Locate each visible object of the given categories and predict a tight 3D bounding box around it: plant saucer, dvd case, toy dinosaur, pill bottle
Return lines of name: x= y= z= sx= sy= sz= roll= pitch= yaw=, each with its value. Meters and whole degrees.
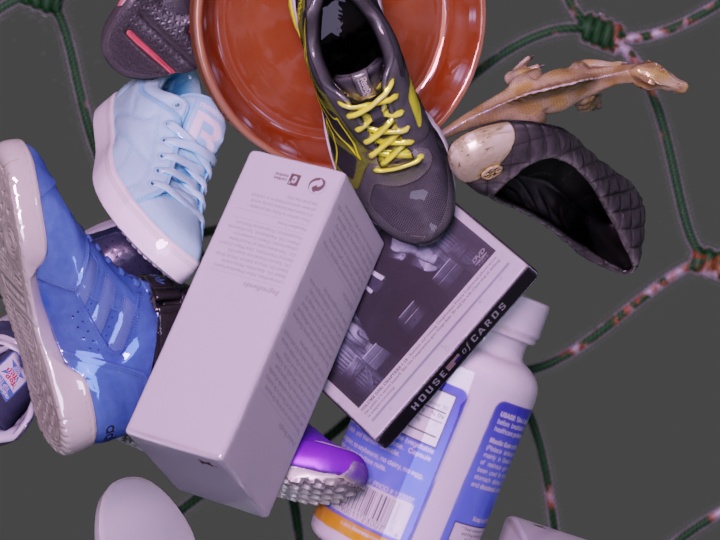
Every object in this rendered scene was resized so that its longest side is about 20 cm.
plant saucer: x=-0.015 y=-0.165 z=1.483 sx=0.199 sy=0.032 sz=0.202 roll=-4 pitch=101 yaw=-19
dvd case: x=0.000 y=0.000 z=1.503 sx=0.150 sy=0.025 sz=0.200 roll=-49 pitch=57 yaw=0
toy dinosaur: x=0.113 y=-0.115 z=1.519 sx=0.199 sy=0.101 sz=0.059 roll=-17 pitch=92 yaw=1
pill bottle: x=0.052 y=0.101 z=1.524 sx=0.112 sy=0.112 sz=0.201 roll=22 pitch=91 yaw=-3

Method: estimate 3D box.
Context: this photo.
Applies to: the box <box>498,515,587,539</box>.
box: x=0.177 y=0.264 z=1.493 sx=0.198 sy=0.200 sz=0.131 roll=19 pitch=93 yaw=-3

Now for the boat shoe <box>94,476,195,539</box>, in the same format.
boat shoe: x=-0.140 y=0.240 z=1.540 sx=0.070 sy=0.064 sz=0.201 roll=-7 pitch=69 yaw=-32

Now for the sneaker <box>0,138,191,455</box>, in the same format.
sneaker: x=-0.166 y=0.006 z=1.443 sx=0.111 sy=0.077 sz=0.201 roll=-18 pitch=98 yaw=-26

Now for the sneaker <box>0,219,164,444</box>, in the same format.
sneaker: x=-0.205 y=0.044 z=1.500 sx=0.200 sy=0.109 sz=0.070 roll=-38 pitch=102 yaw=1

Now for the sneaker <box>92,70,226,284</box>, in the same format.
sneaker: x=-0.122 y=-0.075 z=1.463 sx=0.082 sy=0.200 sz=0.074 roll=-42 pitch=127 yaw=17

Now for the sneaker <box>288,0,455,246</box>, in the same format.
sneaker: x=0.002 y=-0.102 z=1.430 sx=0.074 sy=0.085 sz=0.201 roll=-23 pitch=102 yaw=6

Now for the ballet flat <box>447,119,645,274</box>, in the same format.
ballet flat: x=0.129 y=-0.051 z=1.493 sx=0.066 sy=0.200 sz=0.057 roll=-31 pitch=56 yaw=30

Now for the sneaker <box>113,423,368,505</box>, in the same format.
sneaker: x=-0.076 y=0.088 z=1.505 sx=0.199 sy=0.070 sz=0.100 roll=13 pitch=78 yaw=31

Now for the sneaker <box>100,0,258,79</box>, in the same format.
sneaker: x=-0.092 y=-0.199 z=1.513 sx=0.200 sy=0.087 sz=0.074 roll=-44 pitch=109 yaw=-8

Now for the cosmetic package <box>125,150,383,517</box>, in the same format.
cosmetic package: x=-0.063 y=0.039 z=1.427 sx=0.071 sy=0.102 sz=0.201 roll=14 pitch=68 yaw=23
